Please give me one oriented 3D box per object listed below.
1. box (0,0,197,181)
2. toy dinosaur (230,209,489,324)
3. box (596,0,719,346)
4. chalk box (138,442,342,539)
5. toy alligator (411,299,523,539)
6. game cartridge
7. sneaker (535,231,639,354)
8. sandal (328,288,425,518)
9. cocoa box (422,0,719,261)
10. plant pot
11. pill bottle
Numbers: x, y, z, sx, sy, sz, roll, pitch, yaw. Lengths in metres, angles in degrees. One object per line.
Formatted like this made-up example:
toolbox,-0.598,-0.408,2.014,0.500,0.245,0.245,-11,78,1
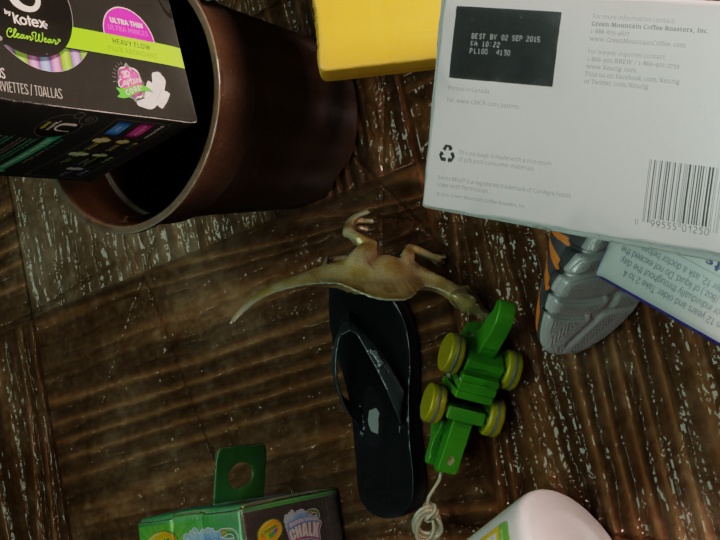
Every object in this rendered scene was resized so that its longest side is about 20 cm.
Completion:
box,-0.235,-0.152,0.920,0.124,0.200,0.149,-23,76,36
toy dinosaur,0.000,0.000,1.024,0.101,0.199,0.058,-108,22,-62
box,0.279,-0.043,0.830,0.184,0.105,0.201,33,108,33
chalk box,-0.094,0.245,1.108,0.124,0.125,0.201,-15,79,36
toy alligator,0.073,0.108,1.026,0.054,0.059,0.201,-110,37,-70
game cartridge,0.050,-0.234,0.909,0.176,0.032,0.201,-5,80,4
sneaker,0.158,-0.045,0.953,0.112,0.077,0.201,55,135,48
sandal,0.012,0.097,1.075,0.076,0.043,0.201,-18,79,36
cocoa box,0.156,-0.087,0.773,0.199,0.131,0.134,12,99,35
plant pot,-0.117,-0.126,1.079,0.200,0.198,0.201,-1,88,38
pill bottle,0.089,0.255,0.972,0.200,0.111,0.111,-44,65,29
